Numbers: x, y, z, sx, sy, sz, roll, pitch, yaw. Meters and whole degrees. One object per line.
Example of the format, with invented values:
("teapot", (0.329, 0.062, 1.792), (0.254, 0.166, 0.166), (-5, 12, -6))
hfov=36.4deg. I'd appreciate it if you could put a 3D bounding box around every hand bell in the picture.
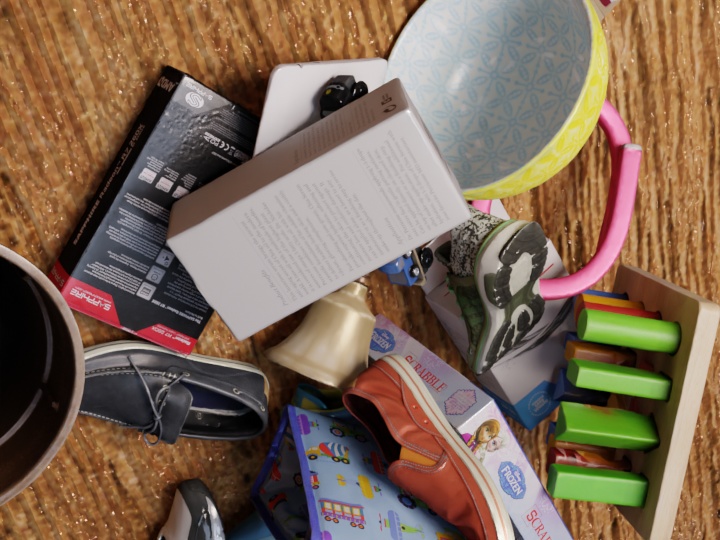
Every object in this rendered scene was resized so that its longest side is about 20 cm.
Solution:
("hand bell", (0.000, 0.000, 0.942), (0.104, 0.104, 0.200), (24, 85, -31))

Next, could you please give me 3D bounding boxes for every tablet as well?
("tablet", (-0.043, -0.074, 0.884), (0.130, 0.014, 0.200), (-16, 129, -47))

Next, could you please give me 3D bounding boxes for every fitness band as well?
("fitness band", (0.170, -0.072, 0.974), (0.143, 0.037, 0.201), (13, 82, -3))

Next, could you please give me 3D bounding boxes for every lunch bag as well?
("lunch bag", (0.011, 0.200, 0.865), (0.150, 0.200, 0.094), (20, 98, -18))

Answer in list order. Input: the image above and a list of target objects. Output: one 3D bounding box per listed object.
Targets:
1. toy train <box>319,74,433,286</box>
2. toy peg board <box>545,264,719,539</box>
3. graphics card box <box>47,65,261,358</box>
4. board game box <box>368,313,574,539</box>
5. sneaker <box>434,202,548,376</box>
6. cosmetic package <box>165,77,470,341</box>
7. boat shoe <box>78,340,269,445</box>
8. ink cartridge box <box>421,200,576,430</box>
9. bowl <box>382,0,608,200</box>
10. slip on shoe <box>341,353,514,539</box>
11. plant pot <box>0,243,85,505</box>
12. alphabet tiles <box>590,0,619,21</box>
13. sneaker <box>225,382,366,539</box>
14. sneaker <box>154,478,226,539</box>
("toy train", (0.013, -0.061, 0.872), (0.046, 0.034, 0.200), (-50, 131, -35))
("toy peg board", (0.207, 0.101, 0.953), (0.098, 0.199, 0.201), (9, 99, -7))
("graphics card box", (-0.145, -0.045, 0.871), (0.125, 0.051, 0.200), (27, 96, -32))
("board game box", (0.090, 0.153, 0.975), (0.041, 0.199, 0.200), (-37, 121, -11))
("sneaker", (0.103, 0.010, 0.920), (0.077, 0.089, 0.200), (-35, 149, -24))
("cosmetic package", (-0.032, -0.044, 0.810), (0.200, 0.071, 0.102), (-27, 117, 9))
("boat shoe", (-0.163, 0.105, 0.905), (0.200, 0.062, 0.075), (10, 126, -30))
("ink cartridge box", (0.143, 0.040, 1.035), (0.116, 0.067, 0.200), (-40, 121, -9))
("bowl", (0.124, -0.141, 0.899), (0.108, 0.200, 0.200), (25, 97, -49))
("slip on shoe", (0.052, 0.154, 0.845), (0.061, 0.200, 0.074), (-25, 151, -20))
("plant pot", (-0.305, 0.037, 0.737), (0.200, 0.198, 0.201), (-9, 114, -23))
("alphabet tiles", (0.175, -0.306, 0.956), (0.167, 0.008, 0.200), (-47, 121, -3))
("sneaker", (-0.061, 0.177, 0.988), (0.200, 0.080, 0.131), (-31, 108, -6))
("sneaker", (-0.169, 0.278, 0.969), (0.080, 0.074, 0.201), (3, 107, -25))
